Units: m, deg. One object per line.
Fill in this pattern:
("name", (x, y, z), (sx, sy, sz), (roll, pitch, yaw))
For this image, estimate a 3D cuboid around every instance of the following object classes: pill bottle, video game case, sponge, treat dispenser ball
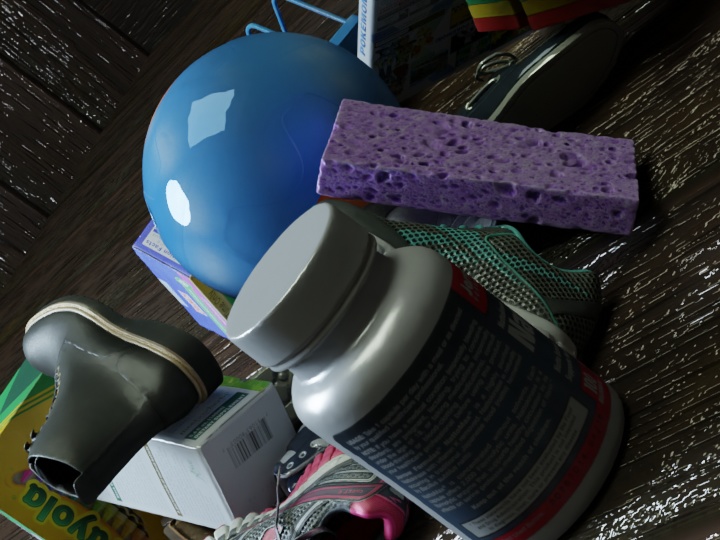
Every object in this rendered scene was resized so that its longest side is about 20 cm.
("pill bottle", (0.033, 0.057, 0.881), (0.120, 0.200, 0.120), (-47, 18, 20))
("video game case", (0.083, -0.232, 1.346), (0.200, 0.022, 0.182), (-29, -30, -21))
("sponge", (0.076, -0.067, 1.047), (0.112, 0.200, 0.030), (-72, -10, -64))
("treat dispenser ball", (-0.060, -0.074, 1.196), (0.201, 0.201, 0.201), (-47, 17, 19))

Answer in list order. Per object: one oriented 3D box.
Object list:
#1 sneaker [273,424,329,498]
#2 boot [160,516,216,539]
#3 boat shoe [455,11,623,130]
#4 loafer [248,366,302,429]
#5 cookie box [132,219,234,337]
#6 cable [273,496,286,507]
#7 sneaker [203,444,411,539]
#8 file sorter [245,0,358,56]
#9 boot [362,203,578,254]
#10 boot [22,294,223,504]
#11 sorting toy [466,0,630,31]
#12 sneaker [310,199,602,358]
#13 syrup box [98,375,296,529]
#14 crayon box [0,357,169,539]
("sneaker", (0.010, 0.101, 1.082), (0.200, 0.070, 0.109), (-43, 13, 53))
("boot", (-0.099, 0.190, 1.211), (0.075, 0.074, 0.200), (-44, 13, -7))
("boat shoe", (0.120, -0.129, 1.250), (0.200, 0.075, 0.062), (-51, 44, 31))
("loafer", (-0.006, 0.056, 1.215), (0.200, 0.070, 0.070), (-33, -5, 12))
("cookie box", (-0.101, -0.050, 1.532), (0.200, 0.075, 0.171), (-56, -28, -13))
("cable", (-0.081, 0.129, 1.263), (0.097, 0.050, 0.200), (-7, 14, -4))
("sneaker", (-0.048, 0.188, 1.047), (0.200, 0.081, 0.075), (-47, 19, 19))
("file sorter", (-0.086, -0.165, 1.669), (0.200, 0.123, 0.139), (-52, -30, -20))
("boot", (0.099, -0.040, 1.137), (0.132, 0.070, 0.200), (-3, 20, 33))
("boot", (-0.211, 0.091, 1.160), (0.200, 0.077, 0.138), (4, 42, 47))
("sorting toy", (0.179, -0.244, 1.219), (0.200, 0.070, 0.199), (-31, 17, -19))
("sneaker", (0.060, 0.003, 1.005), (0.091, 0.200, 0.078), (-48, -22, -34))
("syrup box", (-0.137, 0.127, 1.205), (0.200, 0.081, 0.079), (4, 35, 48))
("crayon box", (-0.203, 0.151, 1.324), (0.058, 0.200, 0.173), (2, 56, 57))
